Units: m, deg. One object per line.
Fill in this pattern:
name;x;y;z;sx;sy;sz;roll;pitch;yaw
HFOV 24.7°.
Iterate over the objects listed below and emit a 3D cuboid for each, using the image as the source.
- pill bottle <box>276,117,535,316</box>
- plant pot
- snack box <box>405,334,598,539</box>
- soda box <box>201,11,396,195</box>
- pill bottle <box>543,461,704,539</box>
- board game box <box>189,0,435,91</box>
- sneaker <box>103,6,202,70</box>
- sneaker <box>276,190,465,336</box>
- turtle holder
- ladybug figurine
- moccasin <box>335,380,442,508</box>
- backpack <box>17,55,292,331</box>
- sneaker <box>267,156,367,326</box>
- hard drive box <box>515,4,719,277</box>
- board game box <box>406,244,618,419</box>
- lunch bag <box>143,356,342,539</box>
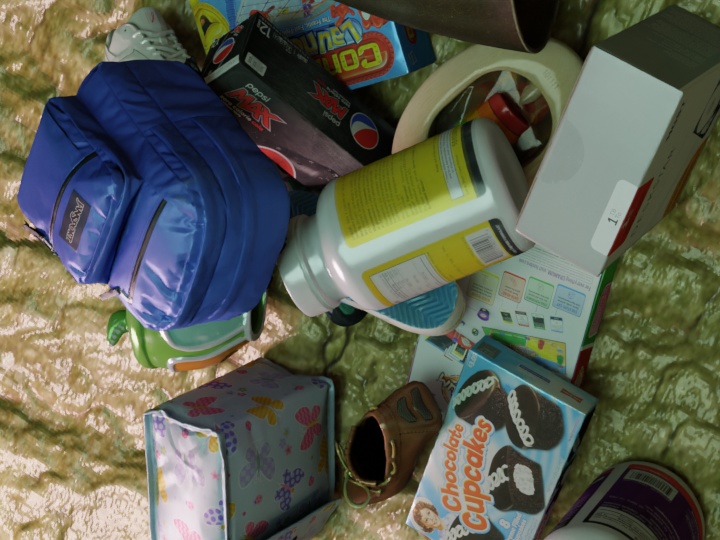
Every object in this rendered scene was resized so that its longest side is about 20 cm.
pill bottle;0.034;-0.036;1.317;0.198;0.112;0.113;-22;96;17
plant pot;0.045;-0.267;1.287;0.197;0.187;0.190;4;108;19
snack box;0.121;0.169;1.442;0.115;0.037;0.202;28;122;18
soda box;-0.045;-0.126;1.409;0.199;0.064;0.070;39;137;-26
pill bottle;0.210;0.244;1.370;0.111;0.200;0.114;9;111;26
board game box;-0.055;-0.248;1.440;0.198;0.056;0.198;-12;100;31
sneaker;-0.189;-0.188;1.492;0.199;0.077;0.101;13;104;52
sneaker;0.000;0.000;1.424;0.199;0.081;0.077;31;87;19
turtle holder;-0.154;0.003;1.545;0.130;0.141;0.188;5;69;12
ladybug figurine;0.111;-0.120;1.374;0.199;0.072;0.136;-36;96;26
moccasin;0.014;0.168;1.491;0.074;0.077;0.202;64;156;13
backpack;-0.163;-0.046;1.299;0.200;0.167;0.164;45;131;30
sneaker;-0.053;-0.040;1.511;0.087;0.074;0.202;-22;89;50
hard drive box;0.210;-0.104;1.257;0.076;0.200;0.157;30;119;17
board game box;0.128;0.055;1.447;0.152;0.040;0.202;23;116;20
lunch bag;-0.106;0.207;1.546;0.126;0.169;0.203;16;113;35
